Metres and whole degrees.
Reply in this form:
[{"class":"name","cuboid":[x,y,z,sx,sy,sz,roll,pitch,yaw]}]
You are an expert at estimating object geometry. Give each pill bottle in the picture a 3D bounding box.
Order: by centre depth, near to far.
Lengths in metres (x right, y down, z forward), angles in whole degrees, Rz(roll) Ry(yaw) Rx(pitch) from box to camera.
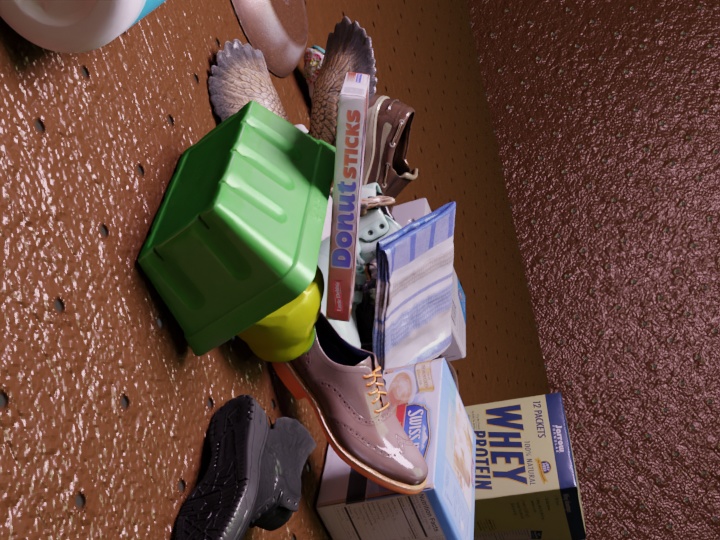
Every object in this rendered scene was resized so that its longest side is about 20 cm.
[{"class":"pill bottle","cuboid":[-0.182,-0.238,0.669,0.201,0.109,0.112,-72,144,-59]}]

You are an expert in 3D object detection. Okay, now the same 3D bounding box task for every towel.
[{"class":"towel","cuboid":[0.067,0.034,1.082,0.146,0.024,0.202,-30,131,-41]}]

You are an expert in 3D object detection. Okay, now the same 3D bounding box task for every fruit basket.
[{"class":"fruit basket","cuboid":[-0.078,-0.009,0.791,0.215,0.155,0.217,40,33,-33]}]

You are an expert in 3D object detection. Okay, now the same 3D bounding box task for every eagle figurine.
[{"class":"eagle figurine","cuboid":[-0.059,-0.139,0.945,0.151,0.150,0.202,-33,129,-34]}]

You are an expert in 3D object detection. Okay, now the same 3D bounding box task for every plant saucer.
[{"class":"plant saucer","cuboid":[-0.107,-0.336,1.108,0.200,0.036,0.203,-15,90,-74]}]

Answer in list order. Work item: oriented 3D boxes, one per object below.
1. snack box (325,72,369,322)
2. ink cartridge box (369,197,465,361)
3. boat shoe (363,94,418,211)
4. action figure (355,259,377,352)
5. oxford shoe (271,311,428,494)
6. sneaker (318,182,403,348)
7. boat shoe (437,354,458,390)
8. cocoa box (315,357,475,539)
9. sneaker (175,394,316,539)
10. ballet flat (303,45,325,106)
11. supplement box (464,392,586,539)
[{"class":"snack box","cuboid":[-0.012,-0.062,0.793,0.072,0.024,0.202,-85,179,-64]},{"class":"ink cartridge box","cuboid":[0.089,0.019,1.365,0.146,0.083,0.201,-81,151,-51]},{"class":"boat shoe","cuboid":[0.038,-0.128,1.234,0.075,0.074,0.205,-45,144,-52]},{"class":"action figure","cuboid":[0.039,0.046,1.164,0.201,0.101,0.120,-80,162,-56]},{"class":"oxford shoe","cuboid":[-0.001,0.125,0.875,0.200,0.073,0.071,46,30,8]},{"class":"sneaker","cuboid":[0.000,0.000,1.044,0.074,0.117,0.203,-1,79,-74]},{"class":"boat shoe","cuboid":[0.079,0.141,1.187,0.201,0.071,0.069,-112,-167,-52]},{"class":"cocoa box","cuboid":[0.047,0.216,1.002,0.201,0.130,0.134,-78,149,-55]},{"class":"sneaker","cuboid":[-0.084,0.179,0.739,0.201,0.059,0.105,-84,149,-56]},{"class":"ballet flat","cuboid":[-0.028,-0.217,1.218,0.064,0.075,0.200,-56,147,-4]},{"class":"supplement box","cuboid":[0.198,0.286,1.274,0.201,0.197,0.136,65,19,-52]}]
